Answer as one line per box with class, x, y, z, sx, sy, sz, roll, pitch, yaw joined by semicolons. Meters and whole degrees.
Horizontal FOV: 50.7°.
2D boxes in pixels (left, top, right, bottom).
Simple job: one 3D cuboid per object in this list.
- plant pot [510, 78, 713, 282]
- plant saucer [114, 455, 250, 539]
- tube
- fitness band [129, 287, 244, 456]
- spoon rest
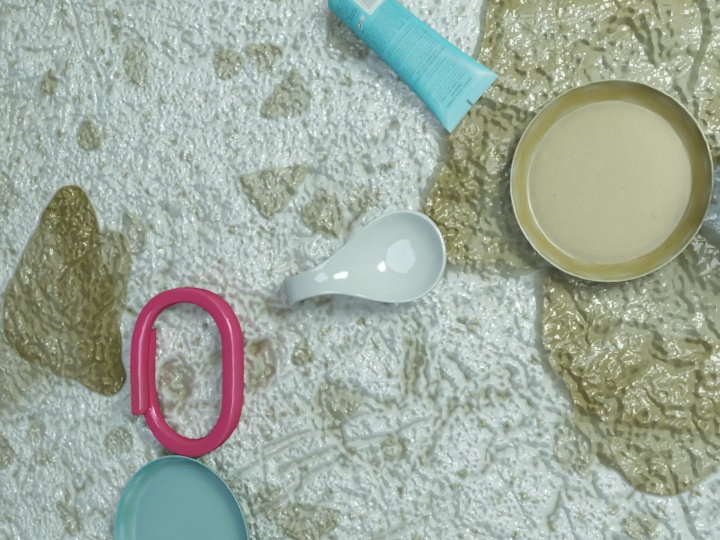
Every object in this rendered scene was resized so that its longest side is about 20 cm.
plant pot;0.253;-0.091;0.778;0.196;0.027;0.205;0;90;18
plant saucer;-0.212;0.324;0.917;0.196;0.027;0.205;0;89;24
tube;0.051;-0.247;0.832;0.200;0.050;0.078;43;106;8
fitness band;-0.209;0.122;0.921;0.140;0.037;0.205;0;91;15
spoon rest;0.000;0.000;0.840;0.197;0.060;0.101;-19;85;17
